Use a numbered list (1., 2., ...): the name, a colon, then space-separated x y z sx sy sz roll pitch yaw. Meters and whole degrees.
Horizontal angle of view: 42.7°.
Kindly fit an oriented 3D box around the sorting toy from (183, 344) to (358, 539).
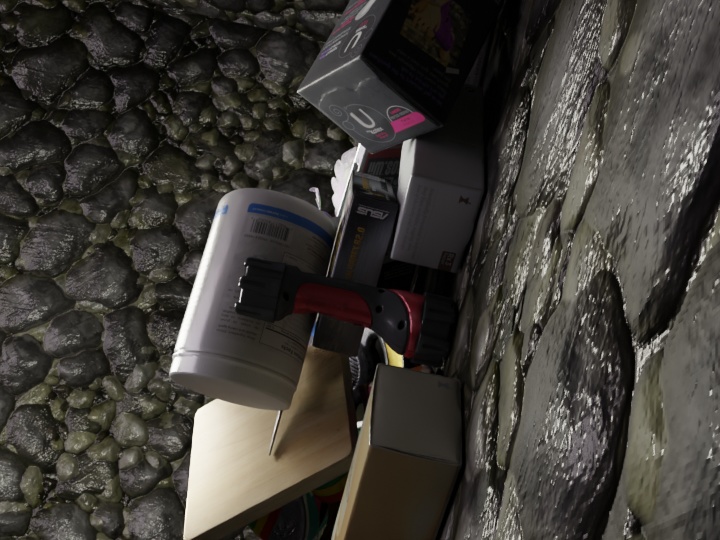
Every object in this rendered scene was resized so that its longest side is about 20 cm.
1. sorting toy: -0.082 0.191 0.984 0.070 0.199 0.199 53 -166 -29

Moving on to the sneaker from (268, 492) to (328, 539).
1. sneaker: -0.073 0.242 1.125 0.121 0.083 0.201 51 -139 -73

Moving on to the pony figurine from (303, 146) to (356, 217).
1. pony figurine: -0.049 -0.049 1.268 0.167 0.199 0.194 -47 60 61

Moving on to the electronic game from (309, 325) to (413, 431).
1. electronic game: -0.007 0.120 1.104 0.199 0.041 0.201 -6 82 50

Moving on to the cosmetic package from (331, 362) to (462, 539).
1. cosmetic package: 0.023 0.187 0.742 0.105 0.071 0.201 -81 4 -60

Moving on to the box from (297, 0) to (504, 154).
1. box: 0.047 -0.230 0.885 0.122 0.106 0.201 -11 47 58

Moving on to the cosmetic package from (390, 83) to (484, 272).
1. cosmetic package: 0.078 -0.101 0.916 0.201 0.074 0.102 -79 2 -52

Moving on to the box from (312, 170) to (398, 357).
1. box: -0.006 -0.015 0.979 0.200 0.048 0.159 -89 14 -77

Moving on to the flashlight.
1. flashlight: -0.015 0.039 0.851 0.068 0.199 0.068 167 113 -87

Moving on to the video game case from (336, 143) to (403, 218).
1. video game case: 0.036 -0.096 1.167 0.017 0.142 0.201 43 127 37

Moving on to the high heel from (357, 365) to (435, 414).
1. high heel: 0.040 0.150 0.905 0.200 0.067 0.097 144 110 -68

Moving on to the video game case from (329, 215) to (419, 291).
1. video game case: 0.000 0.000 1.188 0.023 0.199 0.183 43 134 36

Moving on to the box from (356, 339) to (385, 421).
1. box: 0.020 0.131 1.180 0.082 0.068 0.201 -92 14 -79

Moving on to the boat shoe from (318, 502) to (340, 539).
1. boat shoe: -0.009 0.316 1.083 0.065 0.072 0.201 47 -140 -46

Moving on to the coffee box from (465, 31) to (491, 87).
1. coffee box: 0.086 -0.260 1.035 0.080 0.112 0.201 -119 42 -87

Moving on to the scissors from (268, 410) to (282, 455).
1. scissors: -0.073 0.102 0.985 0.073 0.014 0.201 -52 19 32

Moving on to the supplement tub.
1. supplement tub: -0.108 0.030 0.945 0.132 0.131 0.201 109 175 -72
